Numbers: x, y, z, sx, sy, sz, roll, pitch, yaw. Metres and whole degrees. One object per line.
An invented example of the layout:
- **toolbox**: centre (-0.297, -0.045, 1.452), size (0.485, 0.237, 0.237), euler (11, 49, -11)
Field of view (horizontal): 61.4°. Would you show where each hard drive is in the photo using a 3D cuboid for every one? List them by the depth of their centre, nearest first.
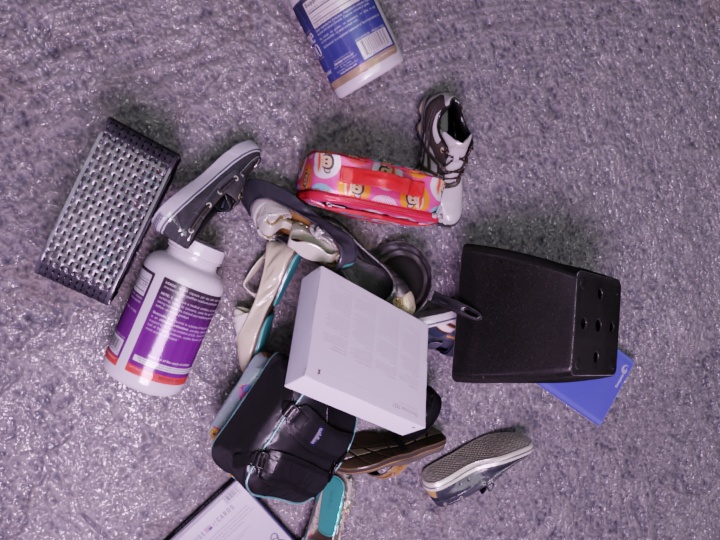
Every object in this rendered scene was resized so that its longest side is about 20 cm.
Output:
- **hard drive**: centre (0.377, 0.165, 1.060), size (0.198, 0.025, 0.134), euler (33, 86, -18)

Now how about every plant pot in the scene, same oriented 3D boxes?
- **plant pot**: centre (0.267, 0.073, 0.889), size (0.197, 0.175, 0.205), euler (9, 84, -41)

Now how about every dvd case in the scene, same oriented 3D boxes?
- **dvd case**: centre (-0.182, 0.432, 0.921), size (0.150, 0.025, 0.202), euler (-39, 105, -9)

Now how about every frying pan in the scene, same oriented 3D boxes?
- **frying pan**: centre (0.091, 0.015, 0.904), size (0.185, 0.031, 0.118), euler (-1, 84, 20)

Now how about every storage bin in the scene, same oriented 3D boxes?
- **storage bin**: centre (-0.310, -0.074, 0.763), size (0.092, 0.135, 0.204), euler (25, 89, -18)

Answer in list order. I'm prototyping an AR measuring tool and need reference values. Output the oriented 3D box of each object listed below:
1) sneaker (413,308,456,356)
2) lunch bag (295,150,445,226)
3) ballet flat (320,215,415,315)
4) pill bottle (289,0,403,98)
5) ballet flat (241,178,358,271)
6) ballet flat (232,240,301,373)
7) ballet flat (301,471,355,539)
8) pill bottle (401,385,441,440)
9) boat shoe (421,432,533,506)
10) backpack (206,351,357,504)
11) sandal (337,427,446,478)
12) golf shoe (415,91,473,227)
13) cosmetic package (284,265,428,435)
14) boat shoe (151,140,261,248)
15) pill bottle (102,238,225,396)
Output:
- **sneaker**: centre (0.132, 0.098, 0.949), size (0.195, 0.078, 0.082), euler (-9, 93, -18)
- **lunch bag**: centre (0.016, -0.113, 0.837), size (0.195, 0.176, 0.084), euler (10, 91, -16)
- **ballet flat**: centre (0.000, 0.000, 0.883), size (0.199, 0.057, 0.067), euler (42, 93, 1)
- **pill bottle**: centre (-0.030, -0.353, 0.829), size (0.110, 0.111, 0.203), euler (-31, 104, -11)
- **ballet flat**: centre (-0.094, -0.060, 0.829), size (0.197, 0.073, 0.074), euler (32, 87, 6)
- **ballet flat**: centre (-0.146, 0.049, 0.873), size (0.068, 0.069, 0.204), euler (23, 88, -18)
- **ballet flat**: centre (-0.051, 0.407, 0.927), size (0.074, 0.064, 0.204), euler (19, 82, 24)
- **pill bottle**: centre (0.027, 0.158, 0.907), size (0.200, 0.112, 0.112), euler (44, 84, -17)
- **boat shoe**: centre (0.196, 0.327, 1.002), size (0.196, 0.075, 0.064), euler (-23, 108, -8)
- **backpack**: centre (-0.100, 0.222, 0.844), size (0.178, 0.151, 0.200), euler (-58, 138, -12)
- **sandal**: centre (0.043, 0.291, 0.954), size (0.195, 0.082, 0.056), euler (-6, 111, -24)
- **golf shoe**: centre (0.127, -0.163, 0.910), size (0.076, 0.094, 0.205), euler (-13, 102, -16)
- **cosmetic package**: centre (0.003, 0.108, 0.790), size (0.198, 0.051, 0.154), euler (30, 48, -29)
- **boat shoe**: centre (-0.188, -0.100, 0.798), size (0.056, 0.069, 0.201), euler (41, 51, -3)
- **pill bottle**: centre (-0.254, 0.054, 0.808), size (0.111, 0.112, 0.204), euler (24, 89, -18)
